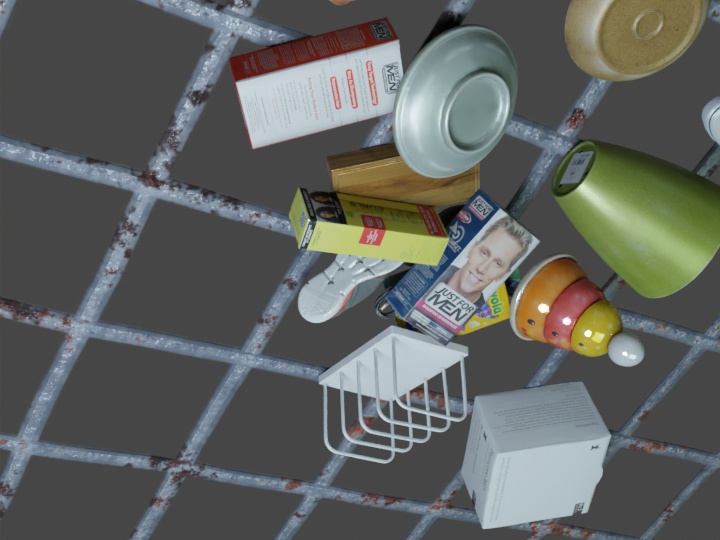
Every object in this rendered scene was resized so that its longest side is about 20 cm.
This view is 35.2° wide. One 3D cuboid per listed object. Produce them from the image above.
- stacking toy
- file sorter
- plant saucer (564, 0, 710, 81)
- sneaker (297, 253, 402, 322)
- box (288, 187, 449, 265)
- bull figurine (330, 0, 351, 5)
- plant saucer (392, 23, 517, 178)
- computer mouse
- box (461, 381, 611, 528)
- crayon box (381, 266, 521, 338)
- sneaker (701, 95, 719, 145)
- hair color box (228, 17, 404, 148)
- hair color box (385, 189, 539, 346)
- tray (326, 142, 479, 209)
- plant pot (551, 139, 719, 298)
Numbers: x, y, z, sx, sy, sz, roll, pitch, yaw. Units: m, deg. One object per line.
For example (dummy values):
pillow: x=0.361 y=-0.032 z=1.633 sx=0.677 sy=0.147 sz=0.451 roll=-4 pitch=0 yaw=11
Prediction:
stacking toy: x=0.328 y=0.075 z=1.643 sx=0.146 sy=0.200 sz=0.146 roll=-23 pitch=130 yaw=-30
file sorter: x=0.049 y=0.190 z=1.679 sx=0.139 sy=0.125 sz=0.200 roll=17 pitch=145 yaw=-30
plant saucer: x=0.360 y=-0.319 z=1.439 sx=0.200 sy=0.035 sz=0.200 roll=-9 pitch=132 yaw=-10
sneaker: x=0.000 y=0.000 z=1.595 sx=0.200 sy=0.077 sz=0.082 roll=-36 pitch=162 yaw=6
box: x=0.011 y=-0.056 z=1.483 sx=0.200 sy=0.075 sz=0.050 roll=8 pitch=127 yaw=-22
bull figurine: x=-0.053 y=-0.363 z=1.238 sx=0.121 sy=0.065 sz=0.200 roll=-12 pitch=152 yaw=39
plant saucer: x=0.132 y=-0.202 z=1.409 sx=0.200 sy=0.050 sz=0.200 roll=-21 pitch=127 yaw=-30
computer mouse: x=0.093 y=-0.010 z=1.582 sx=0.059 sy=0.034 sz=0.200 roll=37 pitch=92 yaw=-24
box: x=0.289 y=0.309 z=1.897 sx=0.200 sy=0.131 sz=0.199 roll=-6 pitch=131 yaw=-13
crayon box: x=0.144 y=0.035 z=1.667 sx=0.200 sy=0.052 sz=0.126 roll=-21 pitch=133 yaw=0
sneaker: x=0.555 y=-0.177 z=1.599 sx=0.200 sy=0.071 sz=0.073 roll=31 pitch=115 yaw=-36
hair color box: x=-0.049 y=-0.226 z=1.372 sx=0.200 sy=0.061 sz=0.102 roll=-14 pitch=132 yaw=-4
hair color box: x=0.140 y=-0.002 z=1.558 sx=0.100 sy=0.061 sz=0.200 roll=33 pitch=101 yaw=-39
tray: x=0.059 y=-0.123 z=1.514 sx=0.200 sy=0.037 sz=0.099 roll=-13 pitch=133 yaw=-8
plant pot: x=0.368 y=-0.091 z=1.564 sx=0.200 sy=0.187 sz=0.187 roll=31 pitch=116 yaw=-19
